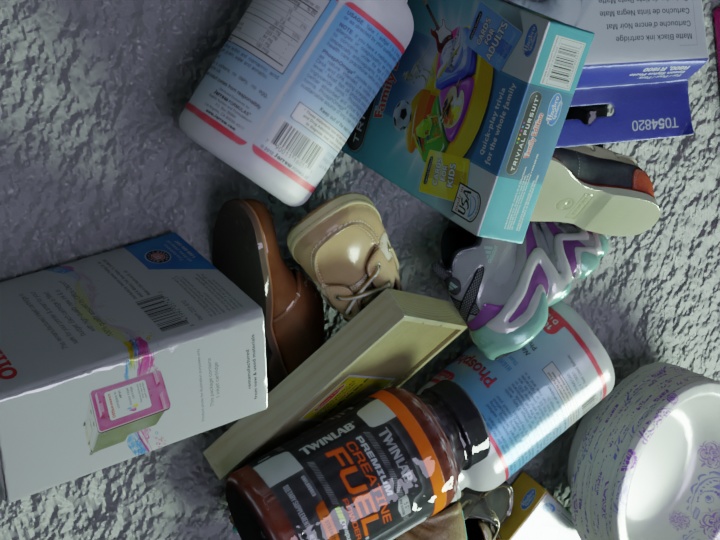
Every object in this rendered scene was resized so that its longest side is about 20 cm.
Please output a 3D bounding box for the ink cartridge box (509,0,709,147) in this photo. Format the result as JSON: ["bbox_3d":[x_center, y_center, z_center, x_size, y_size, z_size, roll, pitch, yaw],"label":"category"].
[{"bbox_3d":[0.174,-0.199,1.119,0.197,0.041,0.203,-7,91,-20],"label":"ink cartridge box"}]

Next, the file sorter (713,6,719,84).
[{"bbox_3d":[0.427,-0.162,1.335,0.138,0.125,0.202,-29,126,-21],"label":"file sorter"}]

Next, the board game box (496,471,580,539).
[{"bbox_3d":[0.146,0.317,1.425,0.201,0.040,0.153,-50,130,-4],"label":"board game box"}]

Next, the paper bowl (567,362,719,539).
[{"bbox_3d":[0.279,0.189,1.405,0.199,0.104,0.203,-15,114,-36],"label":"paper bowl"}]

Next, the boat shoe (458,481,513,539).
[{"bbox_3d":[0.089,0.242,1.296,0.199,0.073,0.076,-24,117,-50],"label":"boat shoe"}]

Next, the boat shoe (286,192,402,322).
[{"bbox_3d":[0.000,0.000,1.093,0.071,0.065,0.200,-33,160,3],"label":"boat shoe"}]

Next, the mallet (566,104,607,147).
[{"bbox_3d":[0.124,-0.116,1.205,0.198,0.041,0.067,0,113,-31],"label":"mallet"}]

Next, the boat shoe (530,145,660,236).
[{"bbox_3d":[0.161,-0.080,1.186,0.198,0.063,0.071,12,139,-30],"label":"boat shoe"}]

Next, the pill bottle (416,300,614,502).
[{"bbox_3d":[0.117,0.120,1.264,0.199,0.109,0.109,-37,128,-15],"label":"pill bottle"}]

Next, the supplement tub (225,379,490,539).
[{"bbox_3d":[0.002,0.159,1.120,0.199,0.107,0.108,-28,125,-20],"label":"supplement tub"}]

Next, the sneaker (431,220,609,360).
[{"bbox_3d":[0.128,-0.034,1.224,0.140,0.077,0.200,53,44,-8],"label":"sneaker"}]

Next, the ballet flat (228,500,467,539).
[{"bbox_3d":[-0.006,0.196,1.191,0.197,0.068,0.073,11,91,2],"label":"ballet flat"}]

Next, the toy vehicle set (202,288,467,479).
[{"bbox_3d":[-0.017,0.093,1.135,0.200,0.027,0.124,-42,158,16],"label":"toy vehicle set"}]

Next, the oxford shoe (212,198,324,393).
[{"bbox_3d":[-0.065,0.017,1.116,0.071,0.071,0.202,-32,137,-23],"label":"oxford shoe"}]

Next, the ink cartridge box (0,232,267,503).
[{"bbox_3d":[-0.184,0.060,0.999,0.198,0.144,0.086,-16,122,-28],"label":"ink cartridge box"}]

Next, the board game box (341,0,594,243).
[{"bbox_3d":[0.066,-0.128,1.047,0.047,0.200,0.153,7,108,-37],"label":"board game box"}]

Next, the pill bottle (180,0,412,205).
[{"bbox_3d":[-0.033,-0.155,1.015,0.108,0.109,0.201,33,91,-40],"label":"pill bottle"}]
